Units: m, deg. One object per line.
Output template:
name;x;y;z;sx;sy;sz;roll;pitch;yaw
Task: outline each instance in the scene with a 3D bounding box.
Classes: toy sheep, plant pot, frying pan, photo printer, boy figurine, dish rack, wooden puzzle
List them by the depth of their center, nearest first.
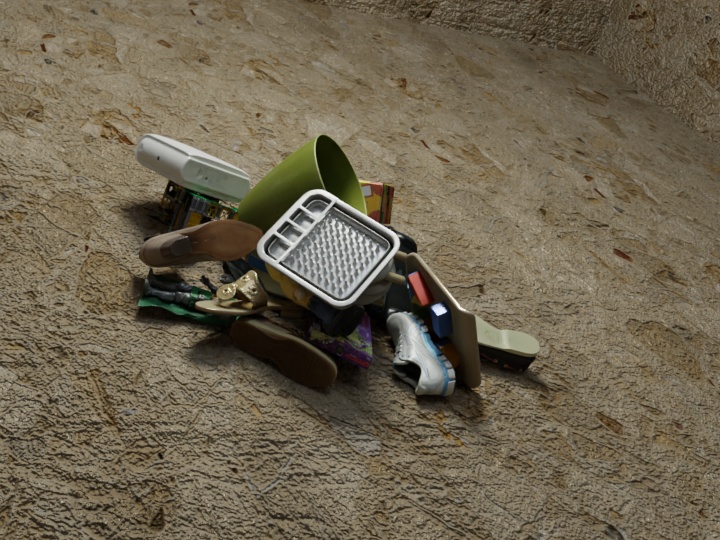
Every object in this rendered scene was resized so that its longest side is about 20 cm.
dish rack;-0.051;-0.030;1.581;0.198;0.044;0.172;31;61;22
boy figurine;-0.082;0.031;1.622;0.200;0.065;0.124;43;19;29
frying pan;-0.207;0.028;1.690;0.115;0.031;0.191;49;13;-17
toy sheep;0.000;0.000;1.697;0.136;0.200;0.140;13;55;-20
wooden puzzle;0.135;0.093;1.699;0.046;0.187;0.200;-25;42;-17
plant pot;-0.117;-0.119;1.758;0.188;0.198;0.189;51;26;-37
photo printer;-0.328;-0.200;1.858;0.165;0.070;0.199;17;7;-45

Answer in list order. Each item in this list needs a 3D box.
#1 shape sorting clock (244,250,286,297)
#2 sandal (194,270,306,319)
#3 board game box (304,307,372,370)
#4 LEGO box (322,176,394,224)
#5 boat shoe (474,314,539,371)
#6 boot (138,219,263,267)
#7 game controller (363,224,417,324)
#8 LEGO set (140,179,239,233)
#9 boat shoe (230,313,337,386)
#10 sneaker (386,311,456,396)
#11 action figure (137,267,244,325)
shape sorting clock;-0.120;-0.028;1.826;0.196;0.040;0.202;1;47;-1
sandal;-0.178;0.035;1.609;0.209;0.071;0.077;7;9;-37
board game box;-0.037;0.097;1.665;0.118;0.033;0.200;24;15;-8
LEGO box;-0.042;-0.142;1.897;0.196;0.079;0.149;9;4;12
boat shoe;0.228;0.132;1.789;0.198;0.064;0.074;20;39;-2
boot;-0.286;-0.045;1.684;0.197;0.072;0.145;-7;1;-31
game controller;0.059;0.010;1.821;0.104;0.042;0.203;29;53;-31
LEGO set;-0.311;-0.086;1.836;0.153;0.118;0.199;17;8;-46
boat shoe;-0.116;0.123;1.597;0.197;0.073;0.072;22;29;20
sneaker;0.084;0.143;1.679;0.085;0.076;0.200;-6;36;-28
action figure;-0.272;0.050;1.652;0.197;0.055;0.119;17;28;-10
